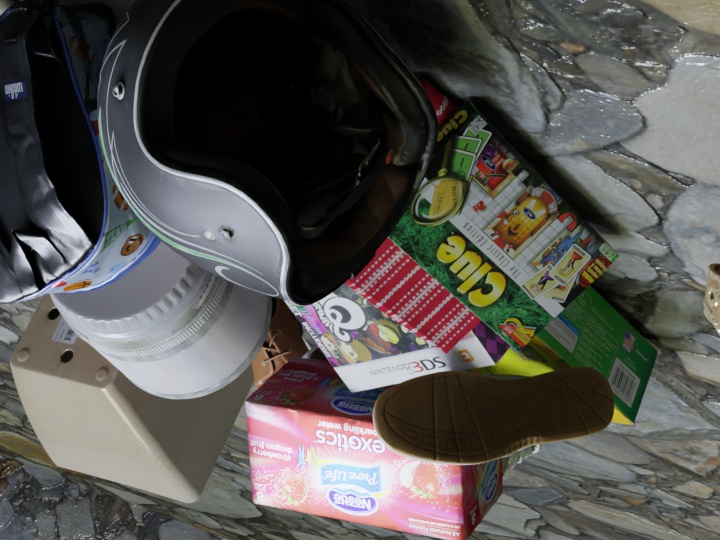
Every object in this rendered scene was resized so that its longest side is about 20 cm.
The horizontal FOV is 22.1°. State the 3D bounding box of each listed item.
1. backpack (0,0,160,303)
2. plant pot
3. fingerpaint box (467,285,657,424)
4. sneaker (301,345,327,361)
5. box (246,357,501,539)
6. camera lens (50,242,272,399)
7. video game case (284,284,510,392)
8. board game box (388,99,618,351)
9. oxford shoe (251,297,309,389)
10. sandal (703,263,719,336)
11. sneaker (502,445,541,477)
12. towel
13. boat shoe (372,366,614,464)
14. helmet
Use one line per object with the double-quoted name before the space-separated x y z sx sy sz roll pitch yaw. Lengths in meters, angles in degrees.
"backpack" -0.221 -0.076 1.306 0.199 0.192 0.153 -26 164 37
"plant pot" -0.245 0.096 1.923 0.199 0.201 0.177 11 154 30
"fingerpaint box" 0.121 0.044 1.512 0.166 0.074 0.200 4 153 43
"sneaker" 0.008 0.109 1.707 0.199 0.073 0.085 4 148 -45
"box" 0.012 0.148 1.547 0.198 0.095 0.101 8 115 24
"camera lens" -0.175 0.013 1.617 0.159 0.161 0.200 14 163 21
"video game case" 0.000 0.000 1.426 0.181 0.036 0.201 -15 116 50
"board game box" 0.093 -0.027 1.289 0.200 0.105 0.024 39 -167 -43
"oxford shoe" -0.077 0.085 1.720 0.071 0.201 0.071 -29 144 5
"sandal" 0.273 0.026 1.284 0.077 0.070 0.212 19 163 8
"sneaker" 0.129 0.141 1.668 0.080 0.200 0.077 14 120 1
"towel" 0.049 -0.035 1.288 0.200 0.145 0.023 37 -167 -42
"boat shoe" 0.095 0.115 1.420 0.198 0.071 0.069 -2 169 -22
"helmet" -0.068 -0.092 1.138 0.190 0.200 0.200 38 168 17
